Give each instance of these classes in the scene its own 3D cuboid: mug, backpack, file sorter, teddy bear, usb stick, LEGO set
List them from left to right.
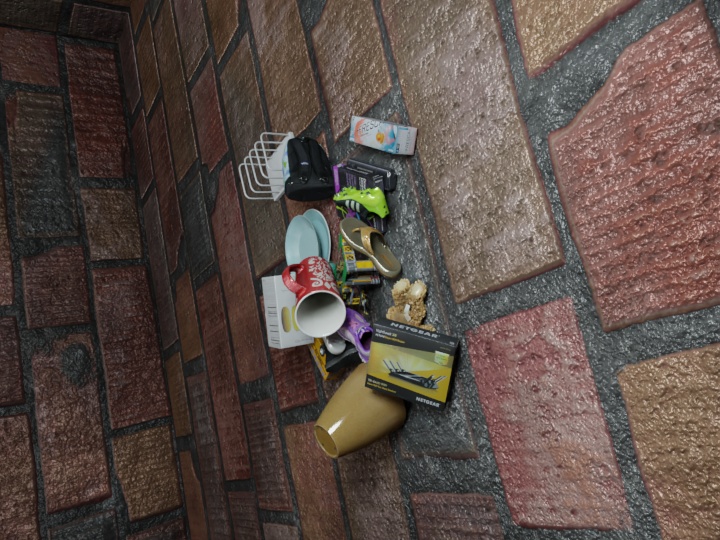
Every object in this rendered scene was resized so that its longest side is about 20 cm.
[{"bbox_3d":[-0.295,-0.334,1.849,0.199,0.121,0.143,-35,67,50],"label":"file sorter"},{"bbox_3d":[-0.159,-0.292,1.643,0.155,0.158,0.206,121,139,-58],"label":"backpack"},{"bbox_3d":[-0.119,0.040,1.485,0.202,0.129,0.182,-106,-3,-59],"label":"mug"},{"bbox_3d":[0.000,0.000,1.507,0.156,0.112,0.205,-107,20,-48],"label":"LEGO set"},{"bbox_3d":[0.026,-0.250,1.482,0.198,0.032,0.057,28,124,50],"label":"usb stick"},{"bbox_3d":[0.118,0.121,1.374,0.142,0.066,0.208,-13,82,36],"label":"teddy bear"}]

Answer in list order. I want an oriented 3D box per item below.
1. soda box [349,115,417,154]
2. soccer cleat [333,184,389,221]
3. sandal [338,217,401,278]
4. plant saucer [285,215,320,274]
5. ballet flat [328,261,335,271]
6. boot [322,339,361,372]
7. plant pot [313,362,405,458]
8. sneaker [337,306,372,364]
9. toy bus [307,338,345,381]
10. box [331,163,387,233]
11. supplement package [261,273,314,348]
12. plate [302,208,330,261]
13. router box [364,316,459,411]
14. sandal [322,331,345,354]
[{"bbox_3d":[0.052,-0.332,1.402,0.198,0.067,0.066,30,117,51],"label":"soda box"},{"bbox_3d":[-0.003,-0.165,1.421,0.198,0.067,0.083,13,135,56],"label":"soccer cleat"},{"bbox_3d":[0.031,-0.067,1.422,0.200,0.080,0.054,45,145,13],"label":"sandal"},{"bbox_3d":[-0.165,-0.063,1.725,0.198,0.038,0.209,11,104,53],"label":"plant saucer"},{"bbox_3d":[-0.117,0.058,1.691,0.072,0.066,0.201,59,138,21],"label":"ballet flat"},{"bbox_3d":[-0.050,0.161,1.613,0.162,0.065,0.206,-27,55,27],"label":"boot"},{"bbox_3d":[-0.015,0.368,1.426,0.184,0.198,0.191,30,137,34],"label":"plant pot"},{"bbox_3d":[-0.003,0.160,1.493,0.201,0.080,0.089,47,165,26],"label":"sneaker"},{"bbox_3d":[-0.112,0.218,1.703,0.203,0.063,0.079,58,138,32],"label":"toy bus"},{"bbox_3d":[-0.005,-0.191,1.500,0.198,0.035,0.148,26,129,49],"label":"box"},{"bbox_3d":[-0.212,0.116,1.680,0.109,0.111,0.208,-6,91,60],"label":"supplement package"},{"bbox_3d":[-0.136,-0.083,1.736,0.198,0.025,0.208,11,104,54],"label":"plate"},{"bbox_3d":[0.115,0.212,1.305,0.194,0.052,0.163,13,108,17],"label":"router box"},{"bbox_3d":[-0.099,0.145,1.571,0.050,0.080,0.207,-51,43,36],"label":"sandal"}]
